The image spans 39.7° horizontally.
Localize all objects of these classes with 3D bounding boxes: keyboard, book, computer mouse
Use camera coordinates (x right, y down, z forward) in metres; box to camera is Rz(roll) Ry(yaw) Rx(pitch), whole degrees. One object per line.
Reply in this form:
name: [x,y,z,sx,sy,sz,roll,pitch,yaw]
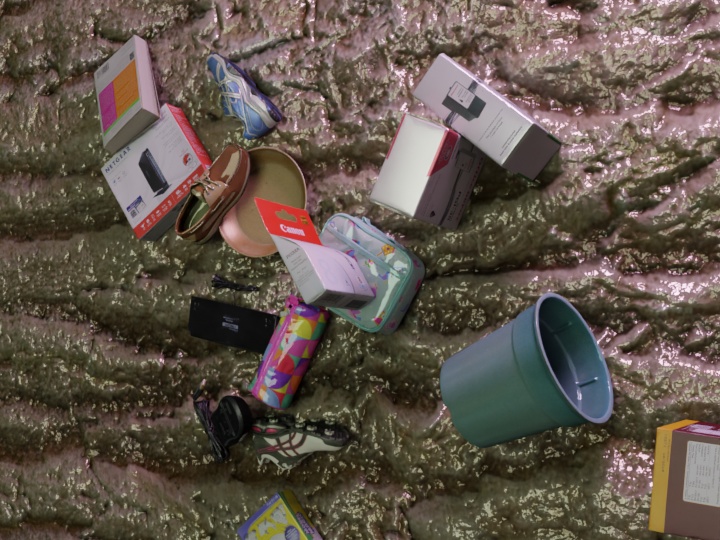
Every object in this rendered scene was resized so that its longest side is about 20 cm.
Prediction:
keyboard: [-0.230,0.076,1.827,0.199,0.021,0.128,11,97,28]
book: [-0.462,-0.345,1.945,0.133,0.048,0.200,-33,55,27]
computer mouse: [-0.241,0.246,1.767,0.141,0.046,0.200,62,148,19]

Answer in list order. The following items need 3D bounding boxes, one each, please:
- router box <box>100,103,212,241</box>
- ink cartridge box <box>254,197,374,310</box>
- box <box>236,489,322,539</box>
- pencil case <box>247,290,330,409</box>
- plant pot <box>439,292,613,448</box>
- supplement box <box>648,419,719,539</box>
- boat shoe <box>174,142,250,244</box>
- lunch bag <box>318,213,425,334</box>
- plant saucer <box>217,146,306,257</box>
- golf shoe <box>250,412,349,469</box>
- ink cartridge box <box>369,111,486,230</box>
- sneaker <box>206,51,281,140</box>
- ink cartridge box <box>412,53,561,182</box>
router box: [-0.385,-0.186,1.916,0.200,0.049,0.180,-41,69,19]
ink cartridge box: [-0.071,-0.034,1.582,0.047,0.160,0.200,-35,70,22]
box: [-0.116,0.494,1.713,0.117,0.048,0.200,-46,68,18]
pencil case: [-0.126,0.139,1.729,0.088,0.088,0.201,25,98,28]
plant pot: [0.236,0.162,1.479,0.196,0.200,0.201,-28,73,31]
supplement box: [0.505,0.280,1.309,0.199,0.197,0.133,5,88,29]
boat shoe: [-0.268,-0.136,1.794,0.076,0.074,0.200,34,101,27]
lunch bag: [0.000,0.000,1.675,0.200,0.077,0.161,33,101,27]
plant saucer: [-0.174,-0.121,1.803,0.200,0.035,0.201,-3,84,28]
golf shoe: [-0.101,0.298,1.713,0.200,0.077,0.088,1,93,37]
ink cartridge box: [0.111,-0.151,1.560,0.083,0.200,0.147,25,97,24]
sneaker: [-0.230,-0.323,1.829,0.077,0.076,0.200,-44,66,13]
ink cartridge box: [0.197,-0.237,1.552,0.200,0.146,0.083,44,105,25]
